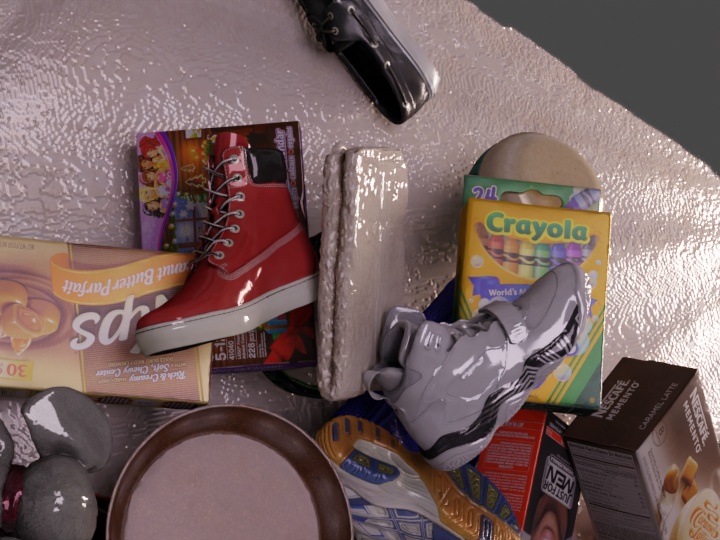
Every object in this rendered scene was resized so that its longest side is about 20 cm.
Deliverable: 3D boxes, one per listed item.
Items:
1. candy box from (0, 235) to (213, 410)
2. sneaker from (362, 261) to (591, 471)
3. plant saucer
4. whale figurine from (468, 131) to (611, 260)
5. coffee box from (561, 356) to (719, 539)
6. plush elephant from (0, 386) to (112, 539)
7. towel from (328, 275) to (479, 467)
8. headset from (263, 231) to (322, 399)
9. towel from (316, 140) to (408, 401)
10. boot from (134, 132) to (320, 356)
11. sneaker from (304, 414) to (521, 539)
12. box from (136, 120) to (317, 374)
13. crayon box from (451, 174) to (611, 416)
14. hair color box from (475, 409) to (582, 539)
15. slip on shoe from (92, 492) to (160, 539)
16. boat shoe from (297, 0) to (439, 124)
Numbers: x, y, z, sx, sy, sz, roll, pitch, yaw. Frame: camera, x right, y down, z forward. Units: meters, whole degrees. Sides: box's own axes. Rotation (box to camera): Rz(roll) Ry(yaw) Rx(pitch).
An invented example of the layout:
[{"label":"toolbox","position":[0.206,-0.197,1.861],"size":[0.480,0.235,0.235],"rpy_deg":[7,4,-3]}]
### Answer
[{"label":"candy box","position":[-0.212,0.041,1.320],"size":[0.198,0.055,0.116],"rpy_deg":[6,78,-14]},{"label":"sneaker","position":[0.092,0.052,1.361],"size":[0.115,0.075,0.200],"rpy_deg":[43,83,-24]},{"label":"plant saucer","position":[-0.102,0.203,1.311],"size":[0.199,0.034,0.202],"rpy_deg":[5,77,-24]},{"label":"whale figurine","position":[0.152,-0.022,1.551],"size":[0.158,0.104,0.201],"rpy_deg":[11,65,-30]},{"label":"coffee box","position":[0.264,0.192,1.542],"size":[0.114,0.079,0.201],"rpy_deg":[-46,129,-35]},{"label":"plush elephant","position":[-0.255,0.162,1.215],"size":[0.154,0.200,0.166],"rpy_deg":[26,59,-19]},{"label":"towel","position":[0.070,0.119,1.489],"size":[0.200,0.049,0.148],"rpy_deg":[-46,119,-30]},{"label":"headset","position":[-0.017,0.010,1.455],"size":[0.123,0.094,0.201],"rpy_deg":[23,78,-25]},{"label":"towel","position":[0.000,0.000,1.364],"size":[0.132,0.034,0.202],"rpy_deg":[-5,98,-69]},{"label":"boot","position":[-0.111,-0.023,1.283],"size":[0.200,0.072,0.145],"rpy_deg":[-27,103,-54]},{"label":"sneaker","position":[0.036,0.192,1.409],"size":[0.199,0.088,0.075],"rpy_deg":[30,35,-13]},{"label":"box","position":[-0.109,-0.017,1.402],"size":[0.136,0.039,0.202],"rpy_deg":[-5,79,0]},{"label":"crayon box","position":[0.143,0.015,1.456],"size":[0.125,0.052,0.202],"rpy_deg":[6,77,-4]},{"label":"hair color box","position":[0.137,0.226,1.488],"size":[0.101,0.061,0.201],"rpy_deg":[36,63,-52]},{"label":"slip on shoe","position":[-0.169,0.220,1.332],"size":[0.199,0.061,0.074],"rpy_deg":[30,63,-24]},{"label":"boat shoe","position":[-0.008,-0.215,1.531],"size":[0.200,0.068,0.057],"rpy_deg":[46,60,-16]}]
